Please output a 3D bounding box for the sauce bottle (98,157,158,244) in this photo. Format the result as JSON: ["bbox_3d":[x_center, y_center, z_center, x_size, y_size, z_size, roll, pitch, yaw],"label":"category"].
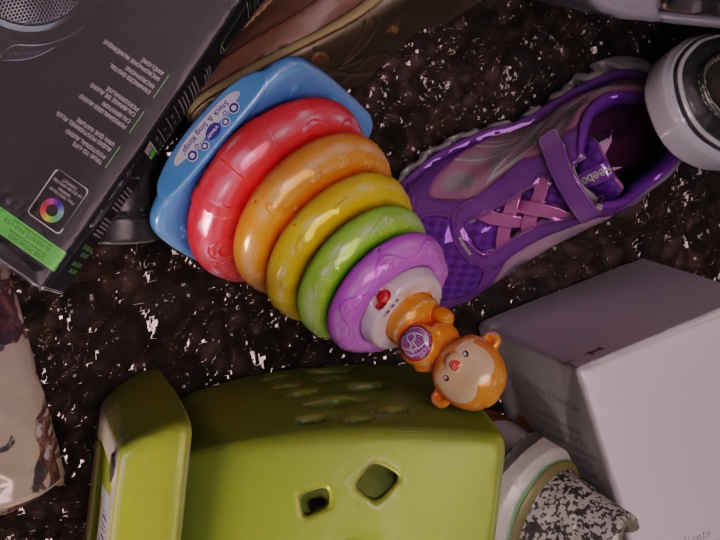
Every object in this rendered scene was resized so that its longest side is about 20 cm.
[{"bbox_3d":[-0.120,-0.115,1.206,0.066,0.066,0.201,-4,100,-17],"label":"sauce bottle"}]

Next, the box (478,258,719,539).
[{"bbox_3d":[0.160,0.112,1.274,0.106,0.152,0.201,-21,103,-13],"label":"box"}]

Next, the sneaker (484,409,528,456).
[{"bbox_3d":[0.072,0.165,1.305,0.072,0.085,0.201,-7,121,-22],"label":"sneaker"}]

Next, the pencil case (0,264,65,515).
[{"bbox_3d":[-0.210,0.028,1.188,0.089,0.078,0.201,-20,103,-28],"label":"pencil case"}]

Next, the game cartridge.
[{"bbox_3d":[0.185,-0.146,1.258,0.199,0.133,0.042,3,96,-18],"label":"game cartridge"}]

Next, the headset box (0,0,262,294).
[{"bbox_3d":[-0.161,-0.108,1.092,0.174,0.093,0.201,35,88,0],"label":"headset box"}]

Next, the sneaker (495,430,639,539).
[{"bbox_3d":[0.101,0.182,1.208,0.077,0.088,0.201,-32,134,-37],"label":"sneaker"}]

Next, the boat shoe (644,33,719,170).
[{"bbox_3d":[0.229,-0.098,1.271,0.199,0.071,0.073,-9,81,-45],"label":"boat shoe"}]

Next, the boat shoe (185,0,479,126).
[{"bbox_3d":[-0.011,-0.140,1.240,0.199,0.072,0.068,-33,70,-1],"label":"boat shoe"}]

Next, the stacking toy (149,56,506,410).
[{"bbox_3d":[0.000,0.000,1.177,0.116,0.200,0.110,-48,149,6],"label":"stacking toy"}]

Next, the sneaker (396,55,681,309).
[{"bbox_3d":[0.095,-0.044,1.268,0.200,0.088,0.081,-33,107,-10],"label":"sneaker"}]

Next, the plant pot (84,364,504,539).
[{"bbox_3d":[-0.045,0.150,1.199,0.180,0.199,0.201,5,96,-11],"label":"plant pot"}]
